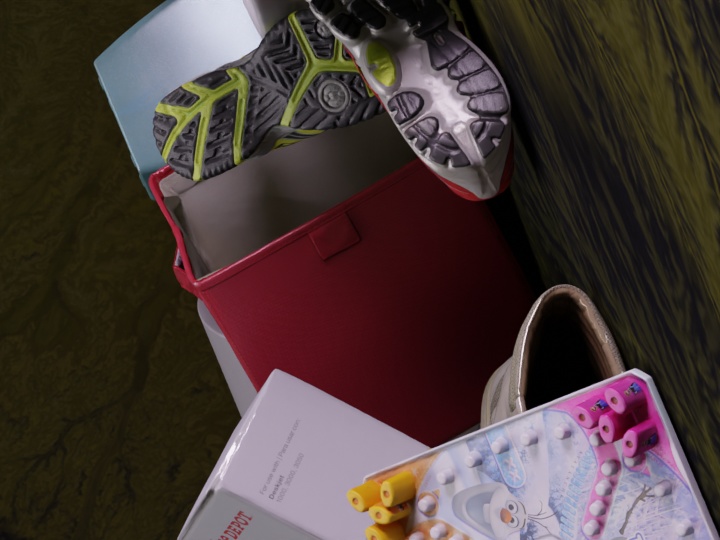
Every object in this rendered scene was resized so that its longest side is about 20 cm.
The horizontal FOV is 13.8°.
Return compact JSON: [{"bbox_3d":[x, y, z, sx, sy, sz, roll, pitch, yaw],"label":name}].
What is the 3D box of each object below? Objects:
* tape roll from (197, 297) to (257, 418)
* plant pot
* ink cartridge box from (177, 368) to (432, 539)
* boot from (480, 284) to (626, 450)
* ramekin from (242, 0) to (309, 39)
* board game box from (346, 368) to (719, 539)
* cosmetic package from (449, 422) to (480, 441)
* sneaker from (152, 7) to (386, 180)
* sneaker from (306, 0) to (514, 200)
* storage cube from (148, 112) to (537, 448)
[{"bbox_3d":[-0.011,0.052,2.314,0.203,0.202,0.140,-118,6,-60],"label":"tape roll"},{"bbox_3d":[-0.078,-0.136,2.108,0.141,0.199,0.142,77,170,-78],"label":"plant pot"},{"bbox_3d":[0.007,0.150,1.695,0.199,0.085,0.145,27,158,-3],"label":"ink cartridge box"},{"bbox_3d":[0.105,0.121,1.563,0.155,0.072,0.201,107,159,-70],"label":"boot"},{"bbox_3d":[-0.052,-0.246,1.777,0.200,0.097,0.201,158,90,-88],"label":"ramekin"},{"bbox_3d":[0.100,0.172,1.494,0.026,0.200,0.201,-19,-94,-50],"label":"board game box"},{"bbox_3d":[0.067,0.131,1.911,0.088,0.103,0.200,68,-163,-3],"label":"cosmetic package"},{"bbox_3d":[-0.031,-0.116,1.756,0.076,0.199,0.076,-32,-77,-57],"label":"sneaker"},{"bbox_3d":[0.024,-0.119,1.596,0.085,0.077,0.201,61,-175,-64],"label":"sneaker"},{"bbox_3d":[0.000,0.000,1.819,0.180,0.199,0.171,61,180,-28],"label":"storage cube"}]
